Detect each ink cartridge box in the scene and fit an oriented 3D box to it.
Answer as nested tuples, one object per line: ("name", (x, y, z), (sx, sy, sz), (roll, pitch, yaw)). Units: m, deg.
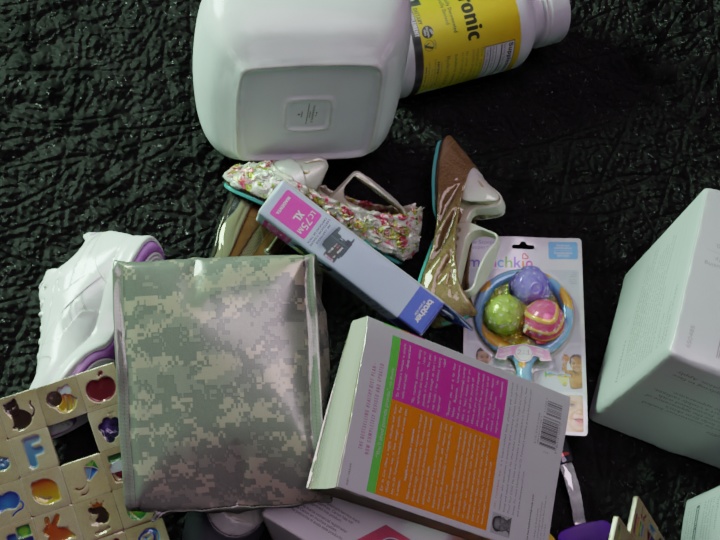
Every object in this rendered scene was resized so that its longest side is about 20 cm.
("ink cartridge box", (0.000, 0.000, 0.943), (0.200, 0.119, 0.042), (35, 86, -5))
("ink cartridge box", (0.034, 0.172, 0.933), (0.144, 0.084, 0.200), (27, 65, 20))

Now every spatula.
("spatula", (0.191, 0.192, 1.004), (0.056, 0.021, 0.201), (-11, 69, -13))

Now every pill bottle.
("pill bottle", (0.109, -0.252, 1.130), (0.199, 0.111, 0.112), (-17, 71, -17))

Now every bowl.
("bowl", (-0.052, -0.169, 1.013), (0.199, 0.200, 0.075), (-2, 57, -10))

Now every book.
("book", (0.069, 0.130, 0.848), (0.199, 0.048, 0.134), (23, 68, -24))

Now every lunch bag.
("lunch bag", (-0.105, 0.094, 0.875), (0.163, 0.118, 0.201), (-3, 81, 1))

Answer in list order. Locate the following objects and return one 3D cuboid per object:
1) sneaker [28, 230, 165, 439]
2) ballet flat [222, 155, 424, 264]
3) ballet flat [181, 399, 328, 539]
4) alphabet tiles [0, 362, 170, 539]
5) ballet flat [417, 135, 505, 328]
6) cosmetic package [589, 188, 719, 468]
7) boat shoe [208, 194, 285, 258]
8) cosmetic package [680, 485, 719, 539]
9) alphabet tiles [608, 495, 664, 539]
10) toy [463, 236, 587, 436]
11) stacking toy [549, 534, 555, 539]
("sneaker", (-0.248, 0.054, 0.971), (0.099, 0.075, 0.201), (15, 67, 24))
("ballet flat", (-0.029, -0.070, 1.038), (0.199, 0.076, 0.064), (22, 103, -16))
("ballet flat", (-0.089, 0.166, 0.940), (0.073, 0.073, 0.200), (30, 66, 4))
("alphabet tiles", (-0.272, 0.185, 0.898), (0.199, 0.008, 0.168), (-17, 91, -6))
("ballet flat", (0.100, -0.039, 1.053), (0.072, 0.068, 0.201), (-2, 62, 24))
("cosmetic package", (0.327, 0.062, 0.985), (0.164, 0.200, 0.165), (21, 66, -1))
("boat shoe", (-0.113, 0.025, 0.994), (0.074, 0.076, 0.201), (20, 66, -4))
("cosmetic package", (0.395, 0.254, 0.914), (0.199, 0.200, 0.123), (19, 65, -3))
("alphabet tiles", (0.217, 0.297, 0.900), (0.006, 0.167, 0.201), (1, 56, 33))
("toy", (0.154, 0.051, 1.031), (0.115, 0.047, 0.201), (2, 68, 4))
("stacking toy", (0.128, 0.262, 0.927), (0.146, 0.146, 0.200), (20, 46, -1))
